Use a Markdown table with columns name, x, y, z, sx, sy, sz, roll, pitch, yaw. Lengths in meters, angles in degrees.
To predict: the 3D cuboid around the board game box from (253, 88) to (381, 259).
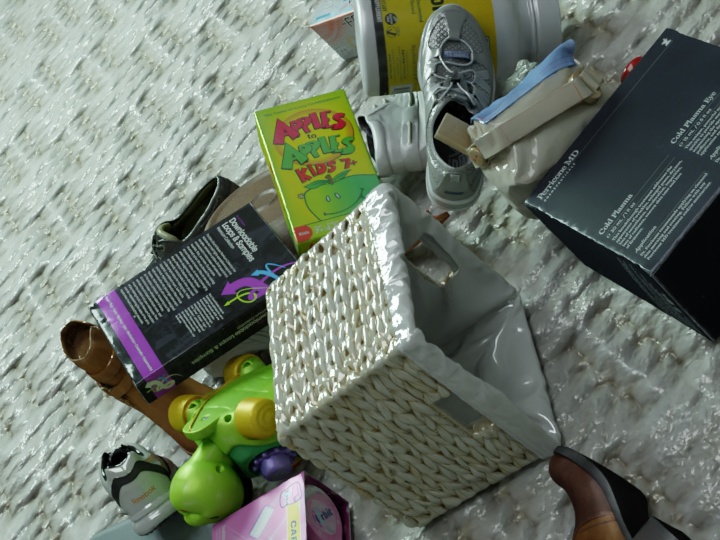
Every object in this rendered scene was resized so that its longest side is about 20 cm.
| name | x | y | z | sx | sy | sz | roll | pitch | yaw |
| --- | --- | --- | --- | --- | --- | --- | --- | --- | --- |
| board game box | -0.038 | -0.096 | 1.609 | 0.101 | 0.048 | 0.200 | -15 | 50 | -5 |

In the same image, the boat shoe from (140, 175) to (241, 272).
| name | x | y | z | sx | sy | sz | roll | pitch | yaw |
| --- | --- | --- | --- | --- | --- | --- | --- | --- | --- |
| boat shoe | -0.212 | -0.032 | 1.806 | 0.201 | 0.066 | 0.072 | -45 | 35 | 7 |

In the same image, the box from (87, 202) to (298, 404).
| name | x | y | z | sx | sy | sz | roll | pitch | yaw |
| --- | --- | --- | --- | --- | --- | --- | --- | --- | --- |
| box | -0.158 | 0.029 | 1.545 | 0.200 | 0.036 | 0.143 | -34 | 43 | -6 |

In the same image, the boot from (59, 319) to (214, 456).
| name | x | y | z | sx | sy | sz | roll | pitch | yaw |
| --- | --- | --- | --- | --- | --- | --- | --- | --- | --- |
| boot | -0.219 | 0.118 | 1.592 | 0.200 | 0.155 | 0.074 | 13 | 68 | 53 |

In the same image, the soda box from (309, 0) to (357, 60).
| name | x | y | z | sx | sy | sz | roll | pitch | yaw |
| --- | --- | --- | --- | --- | --- | --- | --- | --- | --- |
| soda box | 0.038 | -0.306 | 1.787 | 0.200 | 0.068 | 0.064 | -10 | 50 | 44 |

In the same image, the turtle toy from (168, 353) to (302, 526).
| name | x | y | z | sx | sy | sz | roll | pitch | yaw |
| --- | --- | --- | --- | --- | --- | --- | --- | --- | --- |
| turtle toy | -0.105 | 0.156 | 1.457 | 0.146 | 0.101 | 0.200 | -3 | 27 | 49 |

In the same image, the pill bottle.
| name | x | y | z | sx | sy | sz | roll | pitch | yaw |
| --- | --- | --- | --- | --- | --- | --- | --- | --- | --- |
| pill bottle | 0.096 | -0.240 | 1.561 | 0.199 | 0.111 | 0.111 | -7 | 42 | -2 |

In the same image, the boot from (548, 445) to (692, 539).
| name | x | y | z | sx | sy | sz | roll | pitch | yaw |
| --- | --- | --- | --- | --- | --- | --- | --- | --- | --- |
| boot | 0.150 | 0.248 | 1.162 | 0.200 | 0.068 | 0.188 | -54 | 41 | 6 |

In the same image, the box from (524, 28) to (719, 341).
| name | x | y | z | sx | sy | sz | roll | pitch | yaw |
| --- | --- | --- | --- | --- | --- | --- | --- | --- | --- |
| box | 0.271 | -0.076 | 1.276 | 0.200 | 0.104 | 0.182 | -50 | 35 | -1 |

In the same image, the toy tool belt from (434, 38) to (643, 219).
| name | x | y | z | sx | sy | sz | roll | pitch | yaw |
| --- | --- | --- | --- | --- | --- | --- | --- | --- | --- |
| toy tool belt | 0.173 | -0.149 | 1.387 | 0.200 | 0.125 | 0.123 | -39 | 64 | -15 |

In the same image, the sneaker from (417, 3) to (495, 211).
| name | x | y | z | sx | sy | sz | roll | pitch | yaw |
| --- | --- | --- | --- | --- | --- | --- | --- | --- | --- |
| sneaker | 0.095 | -0.161 | 1.457 | 0.075 | 0.082 | 0.200 | -3 | 75 | -2 |

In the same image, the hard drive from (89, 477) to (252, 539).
| name | x | y | z | sx | sy | sz | roll | pitch | yaw |
| --- | --- | --- | --- | --- | --- | --- | --- | --- | --- |
| hard drive | -0.192 | 0.288 | 1.510 | 0.200 | 0.033 | 0.140 | -28 | 40 | 28 |

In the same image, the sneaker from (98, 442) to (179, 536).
| name | x | y | z | sx | sy | sz | roll | pitch | yaw |
| --- | --- | --- | --- | --- | --- | --- | --- | --- | --- |
| sneaker | -0.221 | 0.199 | 1.541 | 0.074 | 0.080 | 0.200 | -37 | 9 | -12 |

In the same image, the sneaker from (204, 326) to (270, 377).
| name | x | y | z | sx | sy | sz | roll | pitch | yaw |
| --- | --- | --- | --- | --- | --- | --- | --- | --- | --- |
| sneaker | -0.114 | 0.039 | 1.600 | 0.200 | 0.099 | 0.078 | -30 | 39 | 26 |

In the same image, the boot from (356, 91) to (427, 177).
| name | x | y | z | sx | sy | sz | roll | pitch | yaw |
| --- | --- | --- | --- | --- | --- | --- | --- | --- | --- |
| boot | 0.041 | -0.177 | 1.631 | 0.095 | 0.074 | 0.200 | -12 | 42 | 2 |

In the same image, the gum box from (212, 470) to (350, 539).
| name | x | y | z | sx | sy | sz | roll | pitch | yaw |
| --- | --- | --- | --- | --- | --- | --- | --- | --- | --- |
| gum box | -0.068 | 0.289 | 1.338 | 0.113 | 0.066 | 0.200 | -33 | 38 | 25 |

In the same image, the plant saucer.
| name | x | y | z | sx | sy | sz | roll | pitch | yaw |
| --- | --- | --- | --- | --- | --- | --- | --- | --- | --- |
| plant saucer | -0.098 | -0.064 | 1.688 | 0.200 | 0.037 | 0.201 | -26 | 27 | 14 |

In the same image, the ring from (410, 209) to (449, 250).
| name | x | y | z | sx | sy | sz | roll | pitch | yaw |
| --- | --- | --- | --- | --- | --- | --- | --- | --- | --- |
| ring | 0.000 | 0.000 | 1.474 | 0.200 | 0.019 | 0.200 | -36 | -4 | -3 |

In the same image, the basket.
| name | x | y | z | sx | sy | sz | roll | pitch | yaw |
| --- | --- | --- | --- | --- | --- | --- | --- | --- | --- |
| basket | 0.037 | 0.074 | 1.314 | 0.161 | 0.198 | 0.200 | -35 | 38 | 23 |
